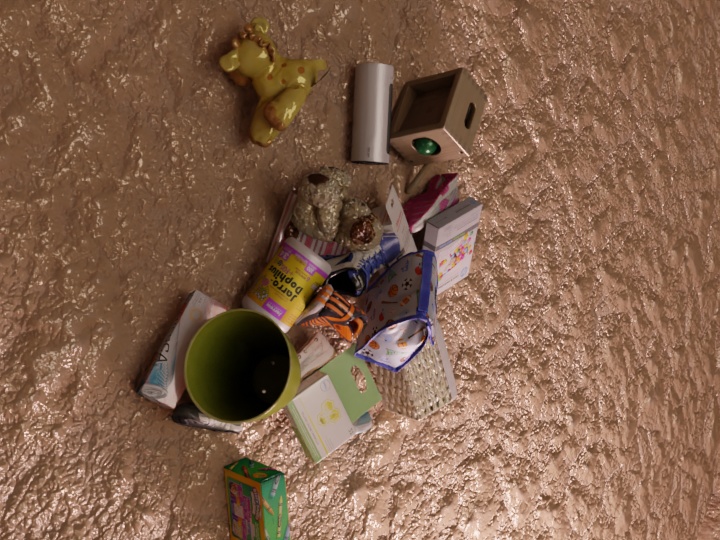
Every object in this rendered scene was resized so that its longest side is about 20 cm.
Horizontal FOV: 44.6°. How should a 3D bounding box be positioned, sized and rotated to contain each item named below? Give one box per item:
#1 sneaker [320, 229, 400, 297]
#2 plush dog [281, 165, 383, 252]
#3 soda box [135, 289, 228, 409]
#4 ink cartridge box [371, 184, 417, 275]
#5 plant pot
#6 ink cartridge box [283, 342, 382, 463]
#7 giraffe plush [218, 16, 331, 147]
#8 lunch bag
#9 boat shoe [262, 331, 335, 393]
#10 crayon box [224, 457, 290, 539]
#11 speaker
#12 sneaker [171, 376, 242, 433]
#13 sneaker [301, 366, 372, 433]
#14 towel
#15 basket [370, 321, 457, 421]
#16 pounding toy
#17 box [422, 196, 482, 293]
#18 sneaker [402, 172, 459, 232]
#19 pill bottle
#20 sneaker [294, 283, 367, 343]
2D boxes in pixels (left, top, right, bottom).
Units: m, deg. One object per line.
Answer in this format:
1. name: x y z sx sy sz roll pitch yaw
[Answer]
1. sneaker: -0.001 0.000 1.700 0.198 0.115 0.081 -23 120 -18
2. plush dog: -0.038 -0.093 1.650 0.161 0.171 0.200 -64 177 14
3. soda box: -0.308 0.136 1.515 0.068 0.064 0.201 31 71 -16
4. ink cartridge box: 0.063 -0.062 1.828 0.116 0.067 0.201 -72 145 -60
5. plant pot: -0.179 0.177 1.517 0.200 0.186 0.188 47 58 -71
6. ink cartridge box: -0.047 0.255 1.708 0.200 0.048 0.146 -33 112 -23
7. giraffe plush: -0.170 -0.347 1.559 0.162 0.200 0.173 37 34 -14
8. lunch bag: 0.087 0.076 1.709 0.123 0.200 0.171 20 51 -15
9. boat shoe: -0.141 0.188 1.698 0.200 0.071 0.070 -35 94 -30
10. crayon box: -0.190 0.464 1.636 0.058 0.118 0.201 -13 103 -42
11. speaker: 0.023 -0.319 1.789 0.081 0.081 0.201 0 94 -44
12. sneaker: -0.267 0.222 1.557 0.200 0.075 0.116 44 50 -67
13. sneaker: -0.046 0.261 1.782 0.199 0.079 0.131 8 90 -45
14. towel: -0.093 -0.049 1.743 0.199 0.030 0.147 28 75 -39
15. basket: 0.105 0.205 1.885 0.123 0.135 0.201 -29 114 -34
16. pounding toy: 0.157 -0.292 1.866 0.142 0.183 0.201 39 60 -38
17. box: 0.195 -0.047 1.953 0.156 0.041 0.201 -29 140 -39
18. sneaker: 0.166 -0.134 1.939 0.200 0.081 0.089 -43 123 -36
19. pill bottle: -0.149 0.045 1.625 0.104 0.104 0.200 38 86 -39
20. sneaker: -0.056 0.095 1.662 0.112 0.200 0.078 38 73 -8
